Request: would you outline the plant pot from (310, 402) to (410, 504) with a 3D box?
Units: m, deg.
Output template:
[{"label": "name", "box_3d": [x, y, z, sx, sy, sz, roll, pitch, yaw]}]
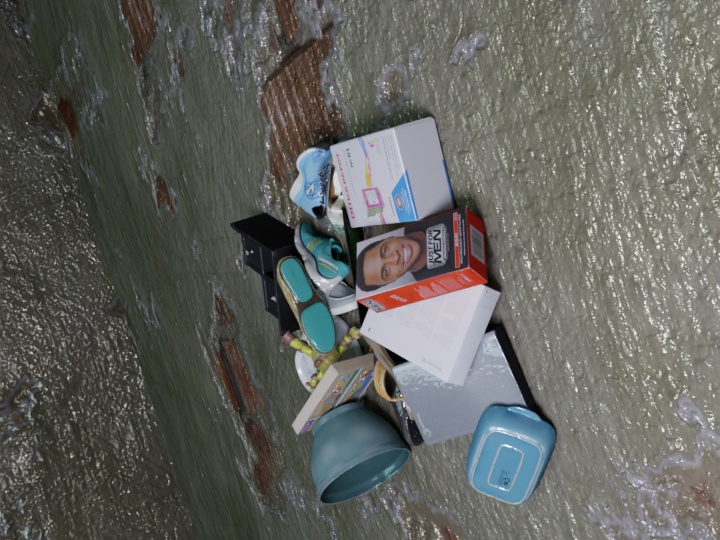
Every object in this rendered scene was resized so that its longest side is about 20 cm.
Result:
[{"label": "plant pot", "box_3d": [-0.019, 0.347, 1.572, 0.135, 0.198, 0.202, 59, 148, 28]}]

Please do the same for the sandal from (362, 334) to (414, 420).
[{"label": "sandal", "box_3d": [0.044, 0.185, 1.389, 0.201, 0.054, 0.081, 57, 176, 38]}]

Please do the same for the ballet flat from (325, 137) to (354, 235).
[{"label": "ballet flat", "box_3d": [-0.035, -0.138, 1.427, 0.074, 0.073, 0.203, 40, 139, 40]}]

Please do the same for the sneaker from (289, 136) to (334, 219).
[{"label": "sneaker", "box_3d": [-0.070, -0.169, 1.493, 0.090, 0.078, 0.201, 49, 153, 15]}]

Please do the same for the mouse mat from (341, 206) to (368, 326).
[{"label": "mouse mat", "box_3d": [0.000, 0.000, 1.388, 0.161, 0.007, 0.204, 28, -129, -77]}]

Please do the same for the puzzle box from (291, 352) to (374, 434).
[{"label": "puzzle box", "box_3d": [-0.042, 0.238, 1.559, 0.026, 0.132, 0.201, 54, 133, 27]}]

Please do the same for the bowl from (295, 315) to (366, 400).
[{"label": "bowl", "box_3d": [-0.076, 0.196, 1.677, 0.200, 0.089, 0.204, 35, 134, 44]}]

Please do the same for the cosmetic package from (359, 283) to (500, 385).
[{"label": "cosmetic package", "box_3d": [0.103, 0.066, 1.238, 0.199, 0.051, 0.153, 26, 94, 44]}]

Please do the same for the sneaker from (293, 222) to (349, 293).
[{"label": "sneaker", "box_3d": [-0.074, -0.032, 1.567, 0.078, 0.079, 0.201, 54, -176, -42]}]

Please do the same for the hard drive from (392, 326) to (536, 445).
[{"label": "hard drive", "box_3d": [0.158, 0.183, 1.250, 0.198, 0.033, 0.141, -24, 92, 35]}]

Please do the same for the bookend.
[{"label": "bookend", "box_3d": [-0.192, 0.004, 1.755, 0.199, 0.091, 0.202, 32, 133, 49]}]

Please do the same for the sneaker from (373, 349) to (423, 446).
[{"label": "sneaker", "box_3d": [0.070, 0.217, 1.482, 0.104, 0.059, 0.204, 3, 104, 55]}]

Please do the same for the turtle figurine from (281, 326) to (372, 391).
[{"label": "turtle figurine", "box_3d": [-0.081, 0.170, 1.575, 0.161, 0.064, 0.201, 41, 104, 7]}]

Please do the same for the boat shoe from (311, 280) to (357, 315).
[{"label": "boat shoe", "box_3d": [-0.062, 0.044, 1.586, 0.200, 0.069, 0.073, 3, 111, 60]}]

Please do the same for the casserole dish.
[{"label": "casserole dish", "box_3d": [0.225, 0.290, 1.226, 0.119, 0.039, 0.202, 18, 130, 11]}]

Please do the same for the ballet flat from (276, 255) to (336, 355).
[{"label": "ballet flat", "box_3d": [-0.104, 0.067, 1.533, 0.070, 0.070, 0.202, -27, 90, 60]}]

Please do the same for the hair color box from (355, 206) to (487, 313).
[{"label": "hair color box", "box_3d": [0.088, -0.013, 1.198, 0.198, 0.061, 0.103, -18, 58, 33]}]

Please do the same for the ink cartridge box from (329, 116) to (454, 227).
[{"label": "ink cartridge box", "box_3d": [0.046, -0.151, 1.283, 0.199, 0.084, 0.147, -1, 106, 60]}]
